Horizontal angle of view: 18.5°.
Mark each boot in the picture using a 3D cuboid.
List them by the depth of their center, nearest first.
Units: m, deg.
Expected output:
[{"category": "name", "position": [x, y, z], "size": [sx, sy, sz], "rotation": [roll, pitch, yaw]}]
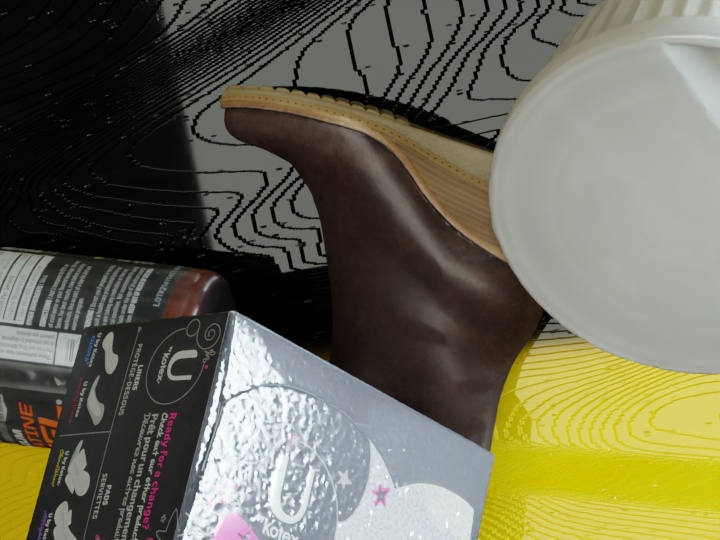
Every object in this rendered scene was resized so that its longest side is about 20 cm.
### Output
[{"category": "boot", "position": [0.000, 0.000, 1.164], "size": [0.198, 0.072, 0.168], "rotation": [19, 96, 7]}]

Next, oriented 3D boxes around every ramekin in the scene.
[{"category": "ramekin", "position": [0.169, -0.054, 1.076], "size": [0.201, 0.095, 0.204], "rotation": [9, 129, 11]}]

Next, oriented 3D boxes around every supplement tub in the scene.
[{"category": "supplement tub", "position": [-0.172, 0.043, 1.190], "size": [0.198, 0.107, 0.108], "rotation": [6, 96, 13]}]

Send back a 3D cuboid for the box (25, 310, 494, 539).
[{"category": "box", "position": [-0.045, 0.119, 1.077], "size": [0.114, 0.199, 0.133], "rotation": [-9, 60, 44]}]
